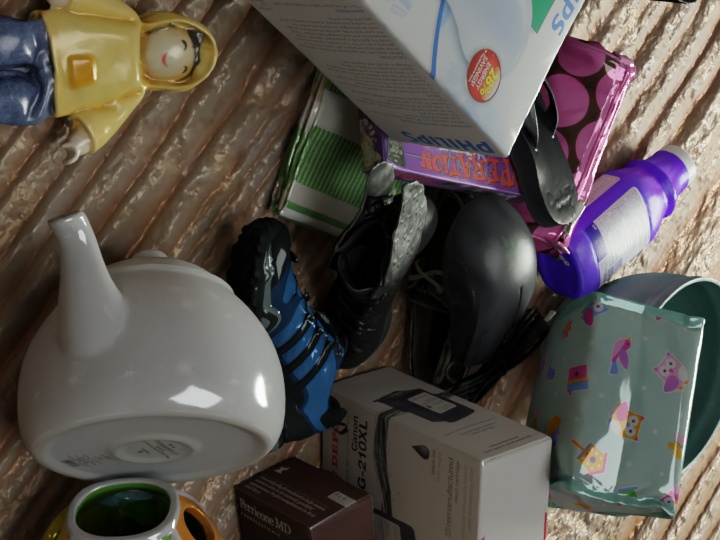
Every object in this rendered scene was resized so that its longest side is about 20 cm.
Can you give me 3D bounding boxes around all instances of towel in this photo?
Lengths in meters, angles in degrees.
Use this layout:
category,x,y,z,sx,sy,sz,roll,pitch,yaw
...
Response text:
category,x,y,z,sx,sy,sz,roll,pitch,yaw
towel,0.008,-0.123,1.181,0.152,0.023,0.202,20,87,-46

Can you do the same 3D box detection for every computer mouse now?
category,x,y,z,sx,sy,sz,roll,pitch,yaw
computer mouse,0.120,0.024,1.214,0.138,0.053,0.201,-41,139,-29

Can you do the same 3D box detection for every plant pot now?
category,x,y,z,sx,sy,sz,roll,pitch,yaw
plant pot,0.261,0.090,1.409,0.199,0.134,0.202,-18,116,-43

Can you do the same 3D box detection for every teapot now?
category,x,y,z,sx,sy,sz,roll,pitch,yaw
teapot,-0.143,0.058,1.004,0.196,0.200,0.147,7,63,-25

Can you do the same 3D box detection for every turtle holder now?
category,x,y,z,sx,sy,sz,roll,pitch,yaw
turtle holder,-0.180,0.216,1.029,0.141,0.184,0.133,-54,149,-50

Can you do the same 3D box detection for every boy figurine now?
category,x,y,z,sx,sy,sz,roll,pitch,yaw
boy figurine,-0.185,-0.134,0.963,0.199,0.064,0.126,-11,107,-38

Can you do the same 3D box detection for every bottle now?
category,x,y,z,sx,sy,sz,roll,pitch,yaw
bottle,0.253,-0.055,1.407,0.200,0.065,0.084,-38,127,-30

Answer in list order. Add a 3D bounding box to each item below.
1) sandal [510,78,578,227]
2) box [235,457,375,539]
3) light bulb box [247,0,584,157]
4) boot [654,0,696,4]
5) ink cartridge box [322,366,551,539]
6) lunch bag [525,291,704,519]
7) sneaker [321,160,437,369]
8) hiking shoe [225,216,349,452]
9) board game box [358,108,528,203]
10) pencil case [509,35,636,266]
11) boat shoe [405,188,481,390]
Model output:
category,x,y,z,sx,sy,sz,roll,pitch,yaw
sandal,0.144,-0.135,1.210,0.076,0.043,0.201,-43,112,-45
box,-0.039,0.270,1.201,0.075,0.100,0.202,-20,116,-38
light bulb box,0.052,-0.218,1.017,0.200,0.124,0.199,39,73,-42
boot,0.206,-0.256,1.227,0.200,0.167,0.077,-38,126,-29
ink cartridge box,0.057,0.182,1.198,0.084,0.199,0.146,-12,111,-38
lunch bag,0.201,0.121,1.225,0.121,0.200,0.172,13,78,-8
sneaker,0.002,0.002,1.133,0.201,0.060,0.104,-62,164,23
hiking shoe,-0.055,0.045,1.126,0.086,0.074,0.202,-12,122,-19
board game box,0.073,-0.126,1.183,0.199,0.032,0.121,6,80,-46
pencil case,0.183,-0.113,1.301,0.090,0.093,0.202,23,85,-34
boat shoe,0.076,0.014,1.254,0.063,0.070,0.202,-15,114,-41
